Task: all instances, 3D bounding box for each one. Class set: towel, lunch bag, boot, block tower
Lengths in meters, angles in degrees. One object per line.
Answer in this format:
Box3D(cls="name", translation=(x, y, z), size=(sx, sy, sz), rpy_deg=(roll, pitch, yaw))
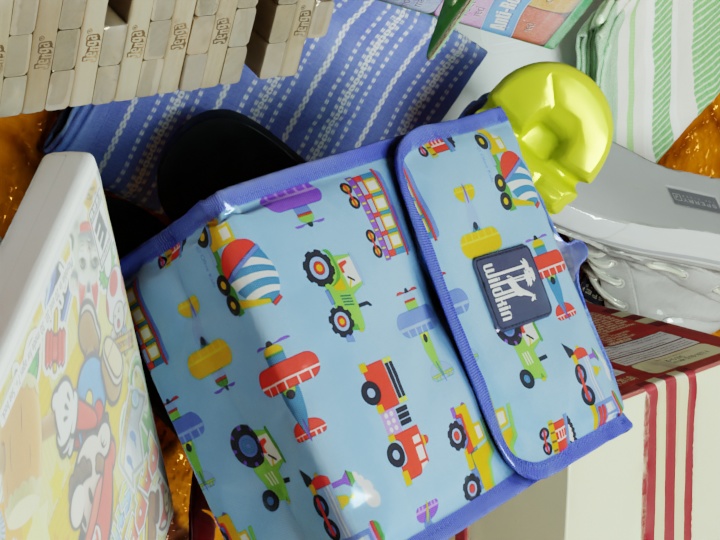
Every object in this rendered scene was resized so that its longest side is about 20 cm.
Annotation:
Box3D(cls="towel", translation=(-0.037, -0.079, 0.805), size=(0.199, 0.024, 0.145), rpy_deg=(24, 98, -44))
Box3D(cls="lunch bag", translation=(0.022, 0.026, 0.717), size=(0.199, 0.094, 0.151), rpy_deg=(-22, 86, -40))
Box3D(cls="towel", translation=(0.182, -0.131, 1.010), size=(0.200, 0.023, 0.153), rpy_deg=(-47, 145, -34))
Box3D(cls="boot", translation=(0.141, -0.011, 0.960), size=(0.199, 0.074, 0.096), rpy_deg=(14, 132, -24))
Box3D(cls="block tower", translation=(-0.102, -0.100, 0.673), size=(0.199, 0.058, 0.054), rpy_deg=(-12, 133, -37))

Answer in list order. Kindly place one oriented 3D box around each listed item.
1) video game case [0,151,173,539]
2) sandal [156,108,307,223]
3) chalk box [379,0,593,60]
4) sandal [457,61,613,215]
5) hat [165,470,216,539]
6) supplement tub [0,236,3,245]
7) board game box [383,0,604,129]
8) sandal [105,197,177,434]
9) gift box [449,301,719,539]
Box3D(cls="video game case", translation=(-0.108, 0.090, 0.608), size=(0.201, 0.023, 0.183), rpy_deg=(-78, 165, -51))
Box3D(cls="sandal", translation=(-0.001, 0.000, 0.781), size=(0.199, 0.043, 0.076), rpy_deg=(25, 103, -16))
Box3D(cls="chalk box", translation=(0.055, -0.184, 0.746), size=(0.123, 0.124, 0.201), rpy_deg=(12, 62, -17))
Box3D(cls="sandal", translation=(0.043, -0.018, 0.853), size=(0.079, 0.087, 0.200), rpy_deg=(44, 98, -9))
Box3D(cls="hat", translation=(-0.107, 0.110, 0.747), size=(0.164, 0.200, 0.178), rpy_deg=(-1, 87, -8))
Box3D(cls="supplement tub", translation=(-0.187, 0.057, 0.629), size=(0.140, 0.140, 0.202), rpy_deg=(-20, 114, -41))
Box3D(cls="board game box", translation=(0.074, -0.146, 0.924), size=(0.200, 0.026, 0.201), rpy_deg=(48, 67, -41))
Box3D(cls="sandal", translation=(-0.055, 0.045, 0.749), size=(0.200, 0.043, 0.076), rpy_deg=(51, 37, 3))
Box3D(cls="gift box", translation=(0.099, 0.130, 0.904), size=(0.184, 0.199, 0.188), rpy_deg=(-12, 110, -38))
